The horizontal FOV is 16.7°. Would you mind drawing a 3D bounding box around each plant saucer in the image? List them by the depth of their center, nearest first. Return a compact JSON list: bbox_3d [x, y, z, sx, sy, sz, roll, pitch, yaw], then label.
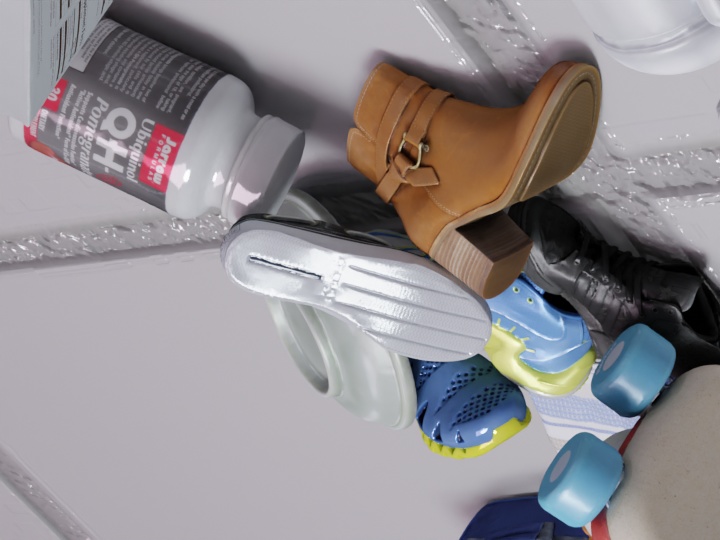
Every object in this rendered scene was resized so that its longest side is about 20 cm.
[{"bbox_3d":[-0.027,0.039,1.844,0.201,0.050,0.201,55,162,26],"label":"plant saucer"}]

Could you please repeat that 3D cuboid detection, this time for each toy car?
[{"bbox_3d":[0.202,0.168,1.721,0.184,0.177,0.200,33,152,-8],"label":"toy car"}]

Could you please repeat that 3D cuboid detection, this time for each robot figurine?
[{"bbox_3d":[0.160,-0.191,1.377,0.200,0.113,0.170,53,-178,-32],"label":"robot figurine"}]

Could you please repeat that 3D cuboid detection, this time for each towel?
[{"bbox_3d":[0.199,0.124,1.896,0.146,0.024,0.200,11,145,31],"label":"towel"}]

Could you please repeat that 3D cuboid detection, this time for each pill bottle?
[{"bbox_3d":[-0.145,-0.105,1.772,0.199,0.111,0.111,25,149,9],"label":"pill bottle"}]

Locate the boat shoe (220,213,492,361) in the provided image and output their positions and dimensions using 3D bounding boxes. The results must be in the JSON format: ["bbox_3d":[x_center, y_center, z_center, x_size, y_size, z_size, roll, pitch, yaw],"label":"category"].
[{"bbox_3d":[0.000,0.000,1.716,0.199,0.071,0.072,22,114,-9],"label":"boat shoe"}]

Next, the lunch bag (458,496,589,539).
[{"bbox_3d":[0.157,0.265,2.027,0.132,0.136,0.199,45,147,-24],"label":"lunch bag"}]

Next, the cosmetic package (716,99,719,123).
[{"bbox_3d":[0.333,-0.108,1.297,0.200,0.167,0.167,37,149,-13],"label":"cosmetic package"}]

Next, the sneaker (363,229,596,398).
[{"bbox_3d":[0.093,0.006,1.787,0.199,0.076,0.105,30,131,2],"label":"sneaker"}]

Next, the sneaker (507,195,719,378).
[{"bbox_3d":[0.196,0.013,1.705,0.104,0.060,0.200,-16,125,42],"label":"sneaker"}]

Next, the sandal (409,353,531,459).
[{"bbox_3d":[0.059,0.076,1.849,0.200,0.079,0.087,33,150,57],"label":"sandal"}]

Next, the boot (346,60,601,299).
[{"bbox_3d":[0.068,-0.095,1.646,0.155,0.073,0.201,45,129,23],"label":"boot"}]

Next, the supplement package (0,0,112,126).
[{"bbox_3d":[-0.245,-0.241,1.570,0.190,0.201,0.147,26,149,7],"label":"supplement package"}]
